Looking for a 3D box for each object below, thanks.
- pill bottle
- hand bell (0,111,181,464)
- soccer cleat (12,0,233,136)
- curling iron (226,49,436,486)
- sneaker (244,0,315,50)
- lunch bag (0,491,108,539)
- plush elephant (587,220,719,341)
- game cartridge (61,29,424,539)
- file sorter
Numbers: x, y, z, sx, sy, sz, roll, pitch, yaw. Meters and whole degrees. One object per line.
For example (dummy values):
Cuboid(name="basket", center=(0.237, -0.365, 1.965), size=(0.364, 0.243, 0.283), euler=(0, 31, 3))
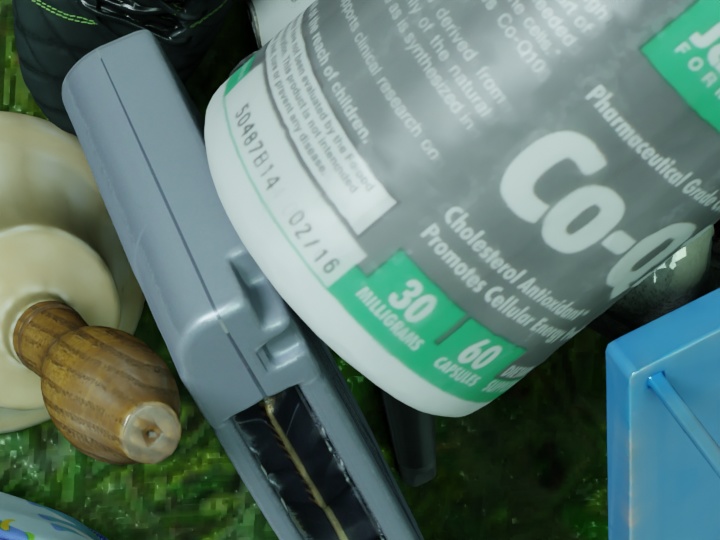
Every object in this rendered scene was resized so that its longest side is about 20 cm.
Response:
Cuboid(name="pill bottle", center=(0.065, -0.063, 0.682), size=(0.200, 0.113, 0.113), euler=(-40, 114, 19))
Cuboid(name="hand bell", center=(-0.085, 0.022, 0.747), size=(0.104, 0.200, 0.105), euler=(-5, 104, -19))
Cuboid(name="soccer cleat", center=(-0.052, -0.110, 0.764), size=(0.067, 0.081, 0.200), euler=(17, 125, -18))
Cuboid(name="curling iron", center=(0.000, 0.000, 0.826), size=(0.049, 0.026, 0.200), euler=(-7, 139, 11))
Cuboid(name="sneaker", center=(0.060, -0.101, 0.792), size=(0.199, 0.089, 0.074), euler=(-23, 139, 15))
Cuboid(name="lunch bag", center=(-0.155, 0.160, 0.816), size=(0.160, 0.082, 0.201), euler=(17, 96, -21))
Cuboid(name="plush elephant", center=(0.133, -0.039, 0.835), size=(0.200, 0.165, 0.155), euler=(28, 87, -28))
Cuboid(name="game cartridge", center=(-0.027, 0.028, 0.782), size=(0.041, 0.133, 0.200), euler=(-24, 137, 3))
Cuboid(name="file sorter", center=(0.185, 0.059, 0.746), size=(0.199, 0.123, 0.139), euler=(-26, 145, -14))
